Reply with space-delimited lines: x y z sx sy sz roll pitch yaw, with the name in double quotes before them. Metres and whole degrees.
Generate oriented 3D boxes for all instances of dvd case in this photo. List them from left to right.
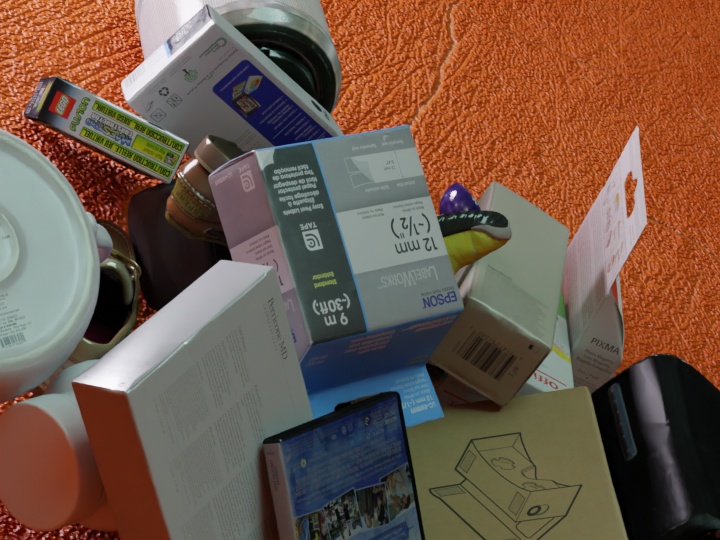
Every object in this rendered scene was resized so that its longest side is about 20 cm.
"dvd case" -0.001 0.191 1.346 0.142 0.017 0.202 -17 98 -56

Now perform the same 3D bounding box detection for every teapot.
"teapot" -0.269 0.007 1.330 0.199 0.146 0.199 31 55 -19

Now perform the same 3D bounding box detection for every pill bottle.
"pill bottle" -0.143 0.107 1.356 0.111 0.111 0.199 47 33 21

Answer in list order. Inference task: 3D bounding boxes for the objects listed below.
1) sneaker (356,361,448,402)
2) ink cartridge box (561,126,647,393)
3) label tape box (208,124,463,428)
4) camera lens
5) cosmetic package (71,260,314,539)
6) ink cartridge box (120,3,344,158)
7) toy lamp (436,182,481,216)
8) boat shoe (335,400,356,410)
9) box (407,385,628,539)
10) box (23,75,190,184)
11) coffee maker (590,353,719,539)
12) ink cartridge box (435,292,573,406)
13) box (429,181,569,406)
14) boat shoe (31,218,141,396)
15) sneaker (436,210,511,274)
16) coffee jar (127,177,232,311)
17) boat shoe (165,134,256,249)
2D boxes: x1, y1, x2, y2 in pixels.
"sneaker" 0.036 0.056 1.629 0.086 0.075 0.200 23 37 12
"ink cartridge box" 0.211 0.004 1.755 0.057 0.201 0.163 24 32 -12
"label tape box" -0.006 0.012 1.406 0.143 0.066 0.202 -12 80 -41
"camera lens" -0.108 -0.200 1.770 0.159 0.160 0.201 17 35 -27
"cosmetic package" -0.091 0.118 1.292 0.051 0.202 0.151 9 33 37
"ink cartridge box" -0.091 -0.118 1.678 0.200 0.099 0.039 42 15 -35
"toy lamp" 0.000 0.000 1.571 0.199 0.058 0.058 -29 61 -16
"boat shoe" -0.034 0.145 1.452 0.070 0.070 0.201 23 34 -21
"box" 0.105 0.167 1.515 0.162 0.021 0.201 -9 38 1
"box" -0.197 -0.108 1.581 0.109 0.035 0.200 26 -1 -12
"coffee maker" 0.255 0.171 1.583 0.201 0.190 0.135 -94 164 -52
"ink cartridge box" 0.110 0.075 1.688 0.116 0.067 0.201 25 32 -17
"box" 0.109 0.015 1.635 0.082 0.069 0.200 33 28 -7
"boat shoe" -0.186 0.020 1.480 0.074 0.067 0.201 25 32 -16
"sneaker" 0.019 0.011 1.513 0.075 0.198 0.077 168 -99 -86
"coffee jar" -0.089 -0.026 1.605 0.199 0.085 0.105 -9 86 -50
"boat shoe" -0.079 -0.045 1.511 0.072 0.068 0.200 45 11 29
